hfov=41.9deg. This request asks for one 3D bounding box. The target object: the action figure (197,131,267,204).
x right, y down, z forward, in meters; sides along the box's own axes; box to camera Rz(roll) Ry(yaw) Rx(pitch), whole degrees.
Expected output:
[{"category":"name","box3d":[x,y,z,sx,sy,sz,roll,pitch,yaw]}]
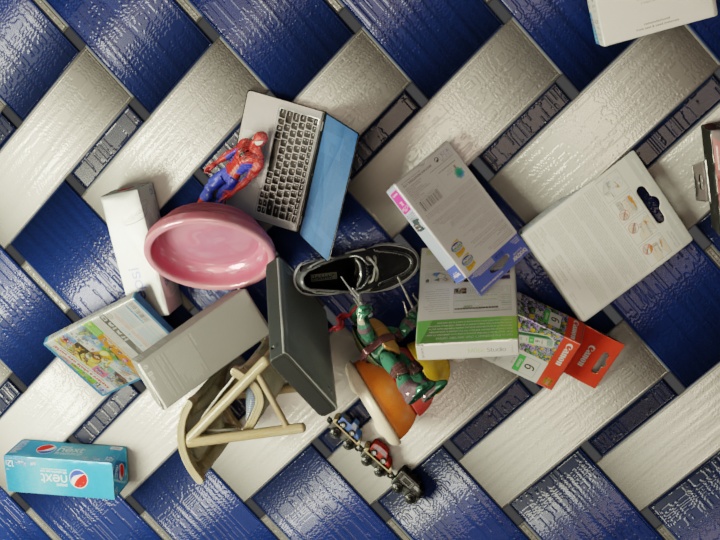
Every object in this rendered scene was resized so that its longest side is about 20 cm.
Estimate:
[{"category":"action figure","box3d":[-0.202,-0.135,1.411,0.200,0.051,0.066,-45,66,23]}]

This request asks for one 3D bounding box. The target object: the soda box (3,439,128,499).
[{"category":"soda box","box3d":[-0.498,0.336,1.592,0.195,0.064,0.070,2,105,10]}]

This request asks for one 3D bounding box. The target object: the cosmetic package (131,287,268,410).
[{"category":"cosmetic package","box3d":[-0.242,0.115,1.427,0.198,0.107,0.091,-32,98,-16]}]

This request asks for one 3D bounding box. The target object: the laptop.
[{"category":"laptop","box3d":[-0.106,-0.142,1.376,0.196,0.116,0.191,16,106,5]}]

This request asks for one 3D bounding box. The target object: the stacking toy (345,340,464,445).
[{"category":"stacking toy","box3d":[0.087,0.155,1.433,0.198,0.146,0.148,-33,97,-4]}]

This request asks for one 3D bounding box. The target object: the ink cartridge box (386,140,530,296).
[{"category":"ink cartridge box","box3d":[0.141,-0.071,1.348,0.119,0.042,0.201,-38,88,-26]}]

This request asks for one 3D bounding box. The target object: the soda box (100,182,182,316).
[{"category":"soda box","box3d":[-0.341,-0.029,1.472,0.067,0.063,0.205,-9,103,13]}]

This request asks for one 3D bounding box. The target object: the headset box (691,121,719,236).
[{"category":"headset box","box3d":[0.557,-0.136,1.283,0.195,0.075,0.152,-10,102,12]}]

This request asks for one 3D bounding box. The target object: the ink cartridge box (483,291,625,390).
[{"category":"ink cartridge box","box3d":[0.277,0.115,1.389,0.197,0.051,0.110,25,132,4]}]

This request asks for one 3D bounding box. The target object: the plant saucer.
[{"category":"plant saucer","box3d":[-0.224,-0.040,1.409,0.196,0.201,0.052,-6,60,11]}]

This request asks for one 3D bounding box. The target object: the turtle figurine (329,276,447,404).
[{"category":"turtle figurine","box3d":[0.040,0.096,1.349,0.101,0.148,0.201,-47,69,33]}]

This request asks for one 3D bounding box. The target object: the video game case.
[{"category":"video game case","box3d":[-0.386,0.121,1.498,0.197,0.018,0.144,-24,125,23]}]

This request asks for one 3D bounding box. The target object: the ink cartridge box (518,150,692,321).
[{"category":"ink cartridge box","box3d":[0.354,-0.050,1.364,0.199,0.047,0.161,-37,95,5]}]

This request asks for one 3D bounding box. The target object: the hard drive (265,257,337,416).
[{"category":"hard drive","box3d":[-0.088,0.094,1.368,0.032,0.202,0.140,-27,128,15]}]

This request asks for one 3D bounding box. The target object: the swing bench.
[{"category":"swing bench","box3d":[-0.172,0.193,1.429,0.197,0.199,0.132,-27,98,14]}]

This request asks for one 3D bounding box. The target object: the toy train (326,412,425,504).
[{"category":"toy train","box3d":[0.026,0.297,1.507,0.199,0.034,0.046,41,104,-3]}]

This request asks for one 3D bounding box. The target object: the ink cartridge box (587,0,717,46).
[{"category":"ink cartridge box","box3d":[0.358,-0.410,1.211,0.143,0.147,0.204,-12,101,13]}]

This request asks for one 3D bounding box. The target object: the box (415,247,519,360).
[{"category":"box","box3d":[0.152,0.041,1.338,0.141,0.202,0.037,-4,131,10]}]

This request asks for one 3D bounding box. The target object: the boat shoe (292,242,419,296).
[{"category":"boat shoe","box3d":[0.000,0.000,1.385,0.195,0.068,0.074,-6,93,-15]}]
